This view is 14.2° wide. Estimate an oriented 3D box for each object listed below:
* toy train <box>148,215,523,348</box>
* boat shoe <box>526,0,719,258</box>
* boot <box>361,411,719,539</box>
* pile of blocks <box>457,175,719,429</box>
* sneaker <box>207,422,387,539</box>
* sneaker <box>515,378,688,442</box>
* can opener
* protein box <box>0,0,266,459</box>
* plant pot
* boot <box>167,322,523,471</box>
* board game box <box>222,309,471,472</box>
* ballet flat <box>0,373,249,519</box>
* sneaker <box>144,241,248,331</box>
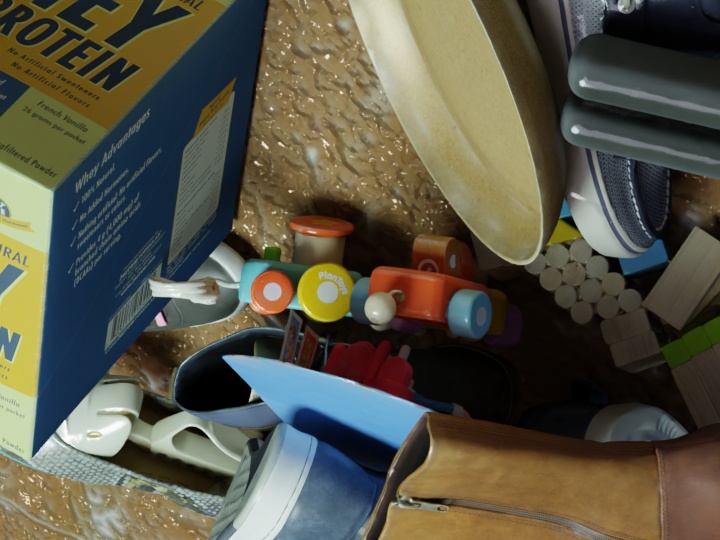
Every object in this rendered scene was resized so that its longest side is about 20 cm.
[{"bbox_3d":[0.000,0.000,1.435,0.199,0.056,0.150,7,177,37],"label":"toy train"},{"bbox_3d":[0.134,-0.084,1.273,0.092,0.075,0.201,2,135,23],"label":"boat shoe"},{"bbox_3d":[0.098,0.138,1.335,0.199,0.069,0.189,1,143,-15],"label":"boot"},{"bbox_3d":[0.137,0.010,1.386,0.200,0.082,0.062,39,-175,15],"label":"pile of blocks"},{"bbox_3d":[-0.001,0.141,1.479,0.146,0.077,0.202,23,169,-7],"label":"sneaker"},{"bbox_3d":[0.142,0.147,1.499,0.200,0.081,0.146,50,149,-19],"label":"sneaker"},{"bbox_3d":[0.187,-0.066,1.222,0.199,0.067,0.054,14,134,9],"label":"can opener"},{"bbox_3d":[-0.158,-0.059,1.429,0.134,0.199,0.201,28,140,14],"label":"protein box"},{"bbox_3d":[0.043,-0.098,1.299,0.201,0.027,0.200,59,166,24],"label":"plant pot"},{"bbox_3d":[-0.011,0.069,1.500,0.097,0.075,0.199,14,166,-39],"label":"boot"},{"bbox_3d":[0.027,0.067,1.400,0.157,0.039,0.200,17,166,20],"label":"board game box"},{"bbox_3d":[-0.119,0.090,1.624,0.199,0.072,0.072,19,144,-12],"label":"ballet flat"},{"bbox_3d":[-0.152,0.026,1.591,0.199,0.099,0.071,0,126,37],"label":"sneaker"}]
